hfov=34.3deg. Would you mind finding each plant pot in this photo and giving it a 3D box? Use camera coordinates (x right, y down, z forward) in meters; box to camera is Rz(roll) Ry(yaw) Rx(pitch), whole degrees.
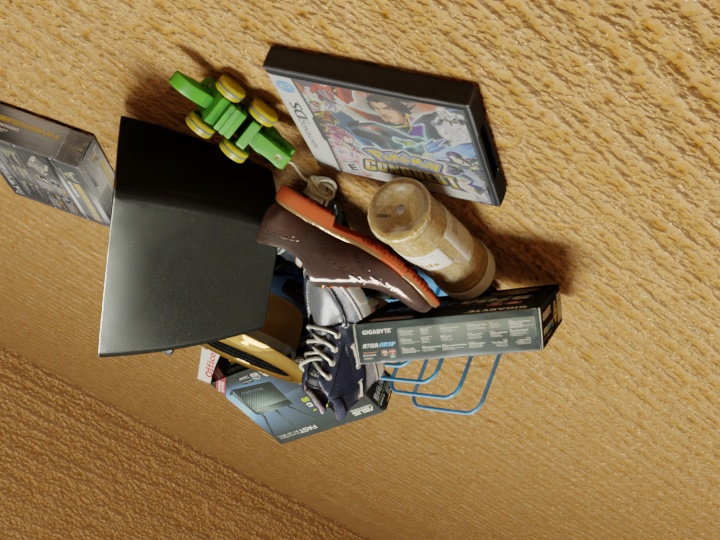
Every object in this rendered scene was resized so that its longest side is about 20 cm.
[{"bbox_3d":[-0.185,-0.032,1.268,0.177,0.200,0.200,5,-153,-13],"label":"plant pot"}]

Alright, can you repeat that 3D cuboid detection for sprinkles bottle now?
[{"bbox_3d":[0.076,-0.029,1.184,0.068,0.069,0.200,12,168,28],"label":"sprinkles bottle"}]

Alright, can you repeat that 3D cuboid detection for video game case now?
[{"bbox_3d":[0.026,-0.129,1.075,0.199,0.026,0.181,15,160,22],"label":"video game case"}]

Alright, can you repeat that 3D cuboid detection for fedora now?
[{"bbox_3d":[-0.127,0.069,1.396,0.200,0.082,0.201,21,168,5],"label":"fedora"}]

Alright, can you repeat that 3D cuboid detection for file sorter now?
[{"bbox_3d":[0.068,0.084,1.468,0.138,0.123,0.200,0,151,48],"label":"file sorter"}]

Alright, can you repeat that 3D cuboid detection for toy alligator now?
[{"bbox_3d":[-0.105,-0.138,1.156,0.200,0.059,0.054,35,-161,-22],"label":"toy alligator"}]

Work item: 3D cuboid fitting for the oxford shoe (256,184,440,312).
[{"bbox_3d":[-0.012,-0.006,1.187,0.200,0.073,0.071,33,-176,0],"label":"oxford shoe"}]

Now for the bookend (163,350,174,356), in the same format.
[{"bbox_3d":[-0.226,-0.032,1.494,0.092,0.199,0.200,26,-154,-10],"label":"bookend"}]

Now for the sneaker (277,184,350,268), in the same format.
[{"bbox_3d":[-0.046,-0.046,1.313,0.079,0.079,0.200,29,169,-9],"label":"sneaker"}]

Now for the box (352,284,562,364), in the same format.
[{"bbox_3d":[0.109,0.057,1.253,0.199,0.046,0.159,-6,-174,18],"label":"box"}]

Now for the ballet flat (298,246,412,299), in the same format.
[{"bbox_3d":[0.000,0.000,1.409,0.200,0.067,0.057,14,161,47],"label":"ballet flat"}]

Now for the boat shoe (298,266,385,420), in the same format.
[{"bbox_3d":[-0.034,0.082,1.306,0.074,0.093,0.200,13,141,36],"label":"boat shoe"}]

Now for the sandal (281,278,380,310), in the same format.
[{"bbox_3d":[-0.016,0.041,1.542,0.199,0.055,0.082,24,173,-32],"label":"sandal"}]

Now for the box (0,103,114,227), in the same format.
[{"bbox_3d":[-0.402,-0.136,1.515,0.158,0.049,0.200,19,162,9],"label":"box"}]

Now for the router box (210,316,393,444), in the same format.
[{"bbox_3d":[-0.079,0.146,1.550,0.199,0.062,0.150,-22,126,36],"label":"router box"}]

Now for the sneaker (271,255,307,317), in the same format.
[{"bbox_3d":[-0.096,0.010,1.542,0.078,0.066,0.200,-3,149,47],"label":"sneaker"}]

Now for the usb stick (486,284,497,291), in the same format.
[{"bbox_3d":[0.087,-0.013,1.320,0.055,0.033,0.200,-5,148,41],"label":"usb stick"}]

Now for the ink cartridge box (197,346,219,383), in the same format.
[{"bbox_3d":[-0.141,0.129,1.806,0.199,0.086,0.147,19,130,6],"label":"ink cartridge box"}]
